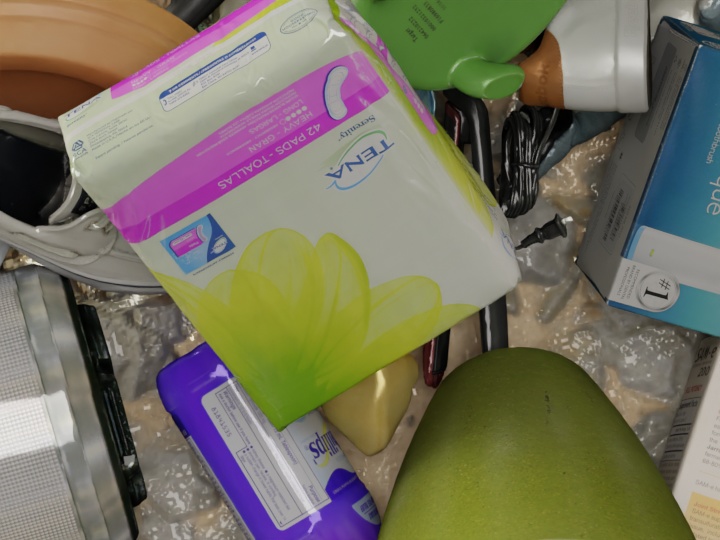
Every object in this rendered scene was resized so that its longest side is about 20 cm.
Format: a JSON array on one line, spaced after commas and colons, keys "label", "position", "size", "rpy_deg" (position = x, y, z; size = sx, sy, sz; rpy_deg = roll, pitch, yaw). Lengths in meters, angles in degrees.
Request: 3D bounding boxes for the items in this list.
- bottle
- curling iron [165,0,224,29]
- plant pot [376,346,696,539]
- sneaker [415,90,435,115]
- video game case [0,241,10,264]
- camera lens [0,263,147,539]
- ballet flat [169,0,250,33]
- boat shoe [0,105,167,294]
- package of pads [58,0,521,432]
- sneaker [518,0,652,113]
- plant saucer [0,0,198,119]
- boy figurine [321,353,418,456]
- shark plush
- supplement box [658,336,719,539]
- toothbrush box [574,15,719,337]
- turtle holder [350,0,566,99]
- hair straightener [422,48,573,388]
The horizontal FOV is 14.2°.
[{"label": "bottle", "position": [-0.031, 0.123, 1.524], "size": [0.065, 0.084, 0.200], "rpy_deg": [-32, 88, 12]}, {"label": "curling iron", "position": [-0.055, -0.159, 1.510], "size": [0.200, 0.026, 0.050], "rpy_deg": [-42, 107, -10]}, {"label": "plant pot", "position": [0.087, 0.136, 1.471], "size": [0.187, 0.200, 0.187], "rpy_deg": [-1, 129, -1]}, {"label": "sneaker", "position": [0.011, -0.107, 1.563], "size": [0.082, 0.074, 0.200], "rpy_deg": [32, 85, -21]}, {"label": "video game case", "position": [-0.281, 0.004, 1.466], "size": [0.200, 0.143, 0.018], "rpy_deg": [-2, 123, 14]}, {"label": "camera lens", "position": [-0.218, 0.093, 1.473], "size": [0.200, 0.160, 0.160], "rpy_deg": [-15, 87, -6]}, {"label": "ballet flat", "position": [-0.060, -0.203, 1.557], "size": [0.074, 0.074, 0.200], "rpy_deg": [4, 86, -5]}, {"label": "boat shoe", "position": [-0.145, -0.040, 1.430], "size": [0.200, 0.066, 0.072], "rpy_deg": [23, 79, -22]}, {"label": "package of pads", "position": [-0.028, -0.035, 1.403], "size": [0.154, 0.068, 0.200], "rpy_deg": [-30, 128, 7]}, {"label": "sneaker", "position": [0.112, -0.164, 1.534], "size": [0.085, 0.073, 0.200], "rpy_deg": [-3, 45, 9]}, {"label": "plant saucer", "position": [-0.167, -0.082, 1.474], "size": [0.200, 0.200, 0.037], "rpy_deg": [3, 62, -5]}, {"label": "boy figurine", "position": [0.000, 0.000, 1.510], "size": [0.124, 0.064, 0.200], "rpy_deg": [-15, 116, -7]}, {"label": "shark plush", "position": [0.164, -0.101, 1.573], "size": [0.200, 0.091, 0.083], "rpy_deg": [-43, 120, -11]}, {"label": "supplement box", "position": [0.215, 0.147, 1.549], "size": [0.126, 0.074, 0.200], "rpy_deg": [20, 84, -2]}, {"label": "toothbrush box", "position": [0.234, -0.032, 1.528], "size": [0.200, 0.085, 0.147], "rpy_deg": [17, 103, -13]}, {"label": "turtle holder", "position": [0.028, -0.157, 1.461], "size": [0.141, 0.132, 0.186], "rpy_deg": [11, 111, -37]}, {"label": "hair straightener", "position": [0.078, -0.034, 1.556], "size": [0.077, 0.041, 0.200], "rpy_deg": [4, 87, 14]}]
